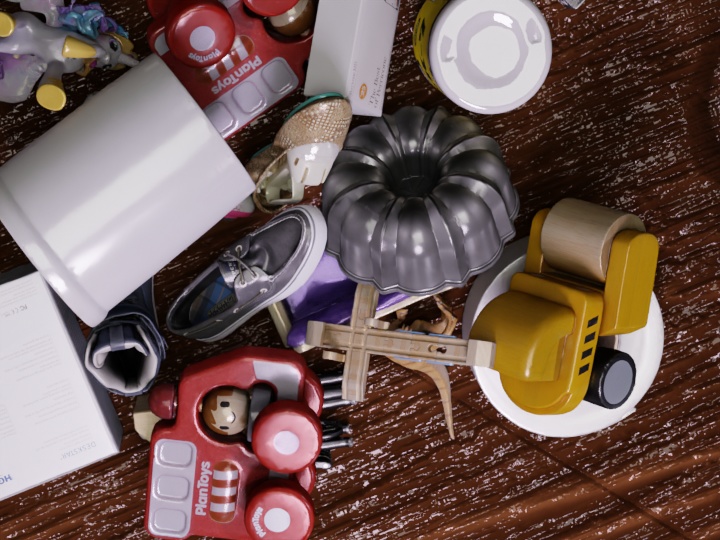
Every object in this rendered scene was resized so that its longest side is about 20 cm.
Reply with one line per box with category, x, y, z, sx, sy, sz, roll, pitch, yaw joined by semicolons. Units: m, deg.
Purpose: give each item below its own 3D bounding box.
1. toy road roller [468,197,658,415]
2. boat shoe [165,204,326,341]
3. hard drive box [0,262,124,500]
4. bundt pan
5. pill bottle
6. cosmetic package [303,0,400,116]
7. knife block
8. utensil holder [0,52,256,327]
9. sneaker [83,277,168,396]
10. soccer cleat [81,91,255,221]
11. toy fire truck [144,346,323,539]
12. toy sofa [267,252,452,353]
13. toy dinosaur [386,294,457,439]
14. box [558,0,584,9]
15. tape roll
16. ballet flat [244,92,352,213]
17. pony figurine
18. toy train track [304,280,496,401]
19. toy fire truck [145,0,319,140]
toy road roller;0.183;0.036;1.628;0.145;0.122;0.203;1;102;-44
boat shoe;-0.116;0.004;1.667;0.199;0.066;0.071;-35;69;32
hard drive box;-0.345;0.110;1.726;0.154;0.077;0.202;-21;102;0
bundt pan;0.051;-0.078;1.656;0.199;0.203;0.076;-15;144;-1
pill bottle;0.109;-0.214;1.631;0.113;0.200;0.116;-1;101;-4
cosmetic package;0.001;-0.254;1.646;0.050;0.082;0.203;7;86;29
knife block;-0.107;0.139;1.758;0.199;0.064;0.176;37;96;-10
utensil holder;-0.219;-0.077;1.586;0.199;0.170;0.171;-39;102;-3
sneaker;-0.237;0.022;1.683;0.076;0.146;0.205;-13;101;1
soccer cleat;-0.190;-0.113;1.696;0.198;0.070;0.087;19;100;-8
toy fire truck;-0.122;0.170;1.657;0.166;0.112;0.202;5;111;-3
toy sofa;0.000;0.000;1.720;0.198;0.098;0.084;-23;103;1
toy dinosaur;0.060;0.081;1.752;0.106;0.060;0.199;-49;134;6
box;0.218;-0.381;1.684;0.159;0.049;0.200;42;96;-8
tape roll;0.205;0.064;1.763;0.200;0.071;0.205;-1;101;-5
ballet flat;-0.055;-0.104;1.649;0.070;0.200;0.066;-2;74;-21
pony figurine;-0.310;-0.217;1.623;0.191;0.200;0.168;23;107;7
toy train track;0.031;0.068;1.619;0.198;0.032;0.116;5;85;29
toy fire truck;-0.104;-0.236;1.670;0.199;0.112;0.168;-34;128;2
